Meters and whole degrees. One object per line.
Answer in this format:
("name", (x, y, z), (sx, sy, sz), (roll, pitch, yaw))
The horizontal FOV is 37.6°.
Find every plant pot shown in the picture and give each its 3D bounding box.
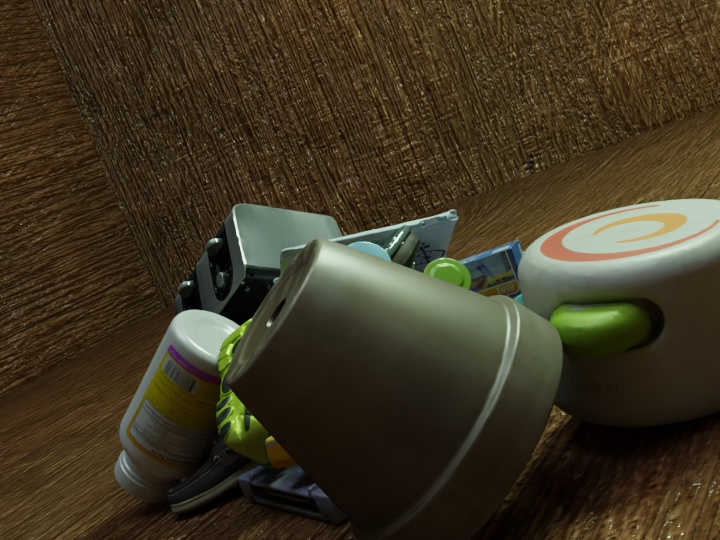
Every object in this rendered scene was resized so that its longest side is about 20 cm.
("plant pot", (0.009, 0.075, 0.725), (0.201, 0.173, 0.200), (-54, 12, 17))

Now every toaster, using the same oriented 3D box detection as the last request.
("toaster", (-0.107, 0.025, 1.275), (0.199, 0.119, 0.181), (6, -41, -35))

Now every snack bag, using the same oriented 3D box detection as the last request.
("snack bag", (0.000, 0.000, 1.098), (0.187, 0.022, 0.200), (-12, -22, -7))

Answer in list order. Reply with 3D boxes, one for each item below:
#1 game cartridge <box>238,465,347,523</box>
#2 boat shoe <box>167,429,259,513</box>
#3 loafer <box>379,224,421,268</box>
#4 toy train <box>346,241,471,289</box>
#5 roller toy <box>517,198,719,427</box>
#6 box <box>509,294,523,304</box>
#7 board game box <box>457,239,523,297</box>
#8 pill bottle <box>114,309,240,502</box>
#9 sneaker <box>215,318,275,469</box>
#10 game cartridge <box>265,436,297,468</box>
("game cartridge", (-0.020, 0.177, 0.971), (0.129, 0.039, 0.200), (-31, 9, -28))
("boat shoe", (-0.119, 0.174, 1.089), (0.199, 0.065, 0.072), (-34, 3, -1))
("loafer", (0.006, 0.045, 0.954), (0.200, 0.063, 0.072), (-54, 8, -33))
("toy train", (0.066, 0.034, 0.850), (0.198, 0.085, 0.116), (6, -36, -6))
("roller toy", (0.223, 0.034, 0.815), (0.198, 0.141, 0.182), (-17, 14, -8))
("box", (0.057, 0.073, 0.990), (0.199, 0.050, 0.082), (-14, 4, 25))
("board game box", (0.086, 0.066, 1.043), (0.199, 0.136, 0.034), (-19, 7, 26))
("pill bottle", (-0.192, 0.149, 1.133), (0.201, 0.104, 0.104), (-60, -8, 21))
("sneaker", (-0.094, 0.113, 1.033), (0.074, 0.084, 0.201), (-23, 34, 20))
("game cartridge", (0.039, 0.123, 0.948), (0.199, 0.033, 0.176), (-13, 5, 25))
